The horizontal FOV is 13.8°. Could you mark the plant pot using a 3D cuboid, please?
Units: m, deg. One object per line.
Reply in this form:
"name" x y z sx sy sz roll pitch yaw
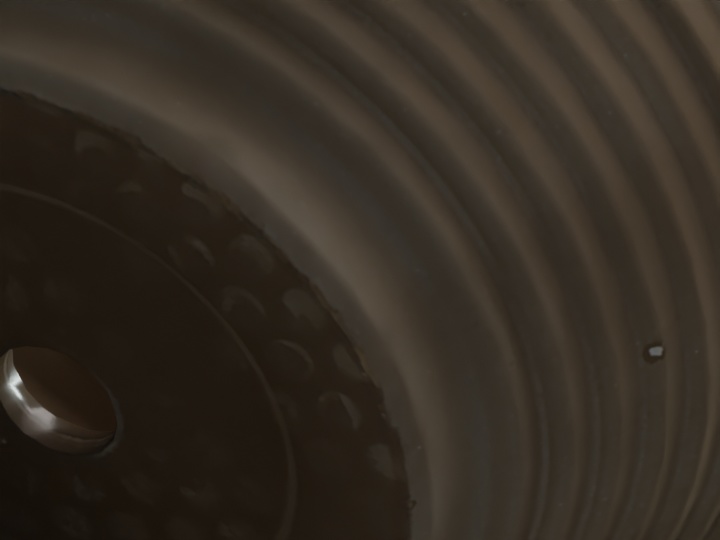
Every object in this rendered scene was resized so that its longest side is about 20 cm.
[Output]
"plant pot" -0.020 -0.011 0.398 0.201 0.201 0.093 43 46 -7
